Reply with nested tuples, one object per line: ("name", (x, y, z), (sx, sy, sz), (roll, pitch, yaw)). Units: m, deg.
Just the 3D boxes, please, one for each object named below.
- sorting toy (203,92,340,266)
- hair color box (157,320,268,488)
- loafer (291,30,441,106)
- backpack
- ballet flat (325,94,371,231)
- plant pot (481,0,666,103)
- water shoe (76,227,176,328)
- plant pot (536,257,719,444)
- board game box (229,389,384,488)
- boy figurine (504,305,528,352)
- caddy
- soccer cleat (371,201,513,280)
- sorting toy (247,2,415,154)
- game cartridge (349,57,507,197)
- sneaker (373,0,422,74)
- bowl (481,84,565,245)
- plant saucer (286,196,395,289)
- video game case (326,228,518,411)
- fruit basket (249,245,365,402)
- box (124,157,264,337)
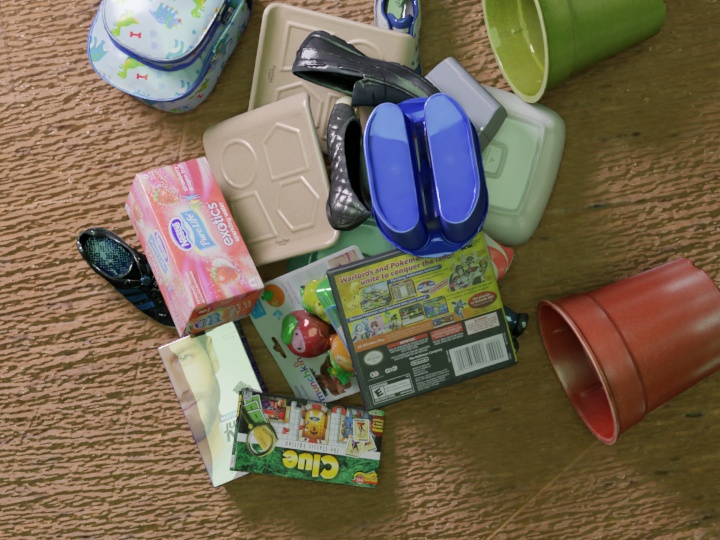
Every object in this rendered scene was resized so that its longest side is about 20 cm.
("sorting toy", (-0.114, -0.113, 1.672), (0.185, 0.036, 0.200), (-14, 86, 37))
("hair color box", (-0.178, 0.172, 1.699), (0.109, 0.065, 0.200), (-23, 87, 1))
("loafer", (0.010, -0.231, 1.611), (0.200, 0.068, 0.070), (25, 69, 7))
("backpack", (-0.257, -0.317, 1.668), (0.183, 0.147, 0.200), (25, 92, 4))
("ballet flat", (-0.009, -0.135, 1.603), (0.057, 0.066, 0.200), (-16, 56, 25))
("plant pot", (0.281, -0.335, 1.650), (0.190, 0.200, 0.200), (-16, 89, -11))
("water shoe", (-0.291, 0.016, 1.695), (0.200, 0.079, 0.072), (32, 90, 2))
("plant pot", (0.358, 0.090, 1.634), (0.195, 0.201, 0.201), (-24, 88, -8))
("board game box", (-0.067, 0.220, 1.670), (0.200, 0.023, 0.105), (10, 79, -21))
("boy figurine", (0.114, 0.058, 1.670), (0.200, 0.064, 0.124), (21, 81, -10))
("caddy", (0.077, -0.116, 1.538), (0.141, 0.105, 0.200), (-9, 79, 7))
("soccer cleat", (0.104, -0.047, 1.662), (0.200, 0.068, 0.073), (33, 46, 20))
("sorting toy", (-0.040, -0.244, 1.688), (0.200, 0.036, 0.185), (13, 116, 3))
("game cartridge", (0.083, -0.165, 1.635), (0.200, 0.040, 0.133), (-43, 60, 5))
("sneaker", (0.045, -0.301, 1.691), (0.075, 0.088, 0.200), (-4, 90, -1))
("bowl", (0.164, -0.146, 1.692), (0.199, 0.075, 0.200), (18, 88, 1))
("plant saucer", (0.000, 0.000, 1.711), (0.200, 0.036, 0.200), (0, 88, 1))
("video game case", (0.077, 0.058, 1.578), (0.200, 0.026, 0.181), (-17, 99, -7))
("fruit basket", (-0.042, 0.080, 1.653), (0.200, 0.094, 0.185), (-23, 102, 25))
("box", (-0.215, -0.031, 1.647), (0.103, 0.095, 0.200), (-16, 71, -25))
